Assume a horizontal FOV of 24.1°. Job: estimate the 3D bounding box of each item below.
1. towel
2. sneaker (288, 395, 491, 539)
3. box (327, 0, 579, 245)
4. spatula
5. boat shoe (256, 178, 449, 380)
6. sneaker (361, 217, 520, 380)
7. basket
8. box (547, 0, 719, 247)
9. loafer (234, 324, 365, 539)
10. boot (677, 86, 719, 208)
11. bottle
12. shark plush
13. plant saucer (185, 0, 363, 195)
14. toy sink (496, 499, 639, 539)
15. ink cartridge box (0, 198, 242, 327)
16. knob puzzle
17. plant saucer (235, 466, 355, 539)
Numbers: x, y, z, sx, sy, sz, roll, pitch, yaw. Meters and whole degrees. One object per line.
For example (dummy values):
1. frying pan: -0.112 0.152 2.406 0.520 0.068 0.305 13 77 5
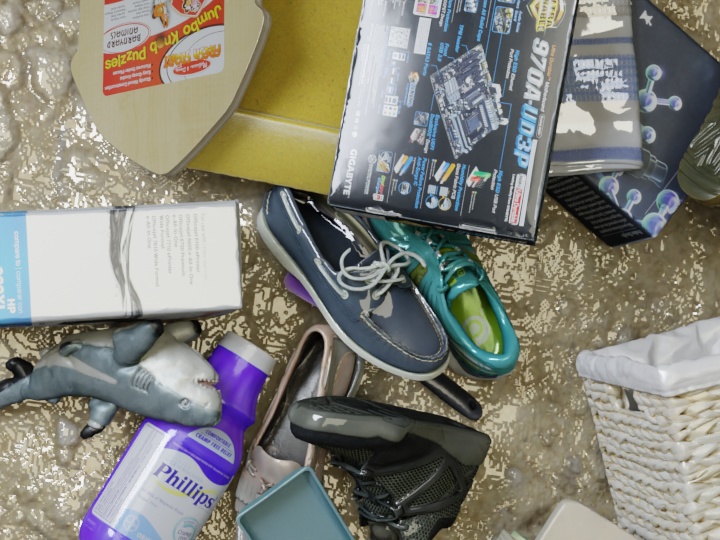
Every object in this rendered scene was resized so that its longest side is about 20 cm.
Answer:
1. towel: 0.144 -0.169 1.298 0.146 0.024 0.201 -3 87 -11
2. sneaker: 0.015 0.161 1.307 0.199 0.076 0.115 20 88 -47
3. box: 0.070 -0.130 1.252 0.158 0.046 0.201 10 89 8
4. spatula: 0.025 0.055 1.370 0.200 0.021 0.057 42 48 -11
5. boat shoe: 0.000 0.000 1.320 0.075 0.062 0.200 -28 69 -35
6. sneaker: 0.071 -0.004 1.355 0.077 0.080 0.201 -33 92 -12
7. basket: 0.303 0.123 1.334 0.199 0.198 0.162 -14 94 -12
8. box: 0.192 -0.140 1.371 0.200 0.107 0.149 39 81 -6
9. loafer: -0.058 0.136 1.322 0.072 0.063 0.201 15 78 26
10. boot: 0.344 -0.106 1.345 0.175 0.200 0.066 -53 56 14
11. bottle: -0.136 0.144 1.311 0.083 0.065 0.201 38 79 -33
12. shark plush: -0.204 0.088 1.275 0.199 0.091 0.084 -8 86 3
13. plant saucer: -0.035 -0.163 1.329 0.199 0.048 0.201 11 67 -9
14. toy sink: 0.150 0.285 1.332 0.130 0.112 0.201 32 90 -7
15. ink cartridge box: -0.194 -0.002 1.272 0.199 0.145 0.084 -3 87 -10
16. knob puzzle: -0.143 -0.170 1.295 0.030 0.219 0.221 12 75 -54
17. plant saucer: -0.026 0.240 1.314 0.070 0.019 0.201 -35 118 -10
